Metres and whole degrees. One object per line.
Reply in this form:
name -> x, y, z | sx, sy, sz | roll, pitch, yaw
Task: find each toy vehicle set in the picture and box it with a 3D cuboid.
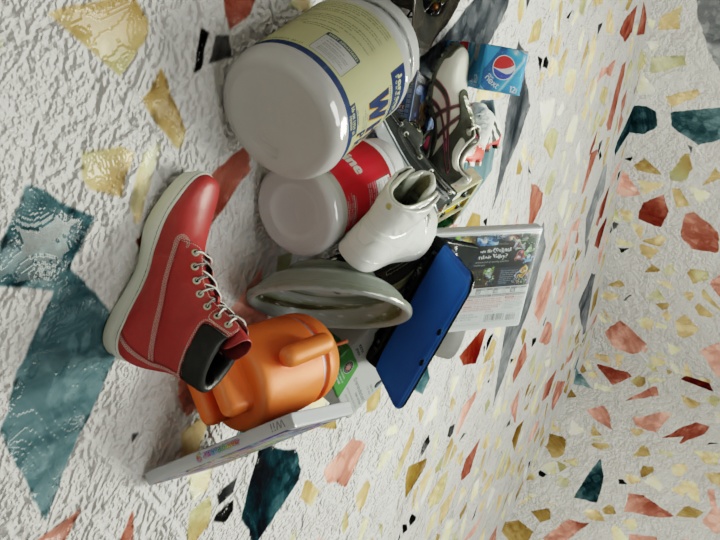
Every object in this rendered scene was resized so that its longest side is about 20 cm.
toy vehicle set -> 0.082, -0.071, 1.201 | 0.200, 0.027, 0.124 | -30, 163, -28

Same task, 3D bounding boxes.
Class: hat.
hat -> 0.078, -0.398, 1.060 | 0.201, 0.081, 0.201 | -54, 158, -34

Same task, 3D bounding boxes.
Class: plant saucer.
plant saucer -> -0.036, 0.025, 0.969 | 0.200, 0.199, 0.051 | 39, 53, -64

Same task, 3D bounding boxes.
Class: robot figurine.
robot figurine -> -0.106, 0.115, 0.944 | 0.200, 0.116, 0.144 | -16, 132, -48

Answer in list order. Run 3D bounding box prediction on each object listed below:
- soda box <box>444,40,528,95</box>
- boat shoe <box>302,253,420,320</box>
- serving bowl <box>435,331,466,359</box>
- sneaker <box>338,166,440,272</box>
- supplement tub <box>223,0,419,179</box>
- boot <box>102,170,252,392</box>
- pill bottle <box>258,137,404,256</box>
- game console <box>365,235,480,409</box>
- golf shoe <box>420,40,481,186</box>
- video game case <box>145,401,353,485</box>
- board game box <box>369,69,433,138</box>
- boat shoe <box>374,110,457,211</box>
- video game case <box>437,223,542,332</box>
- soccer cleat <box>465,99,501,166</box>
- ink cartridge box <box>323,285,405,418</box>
soda box -> 0.181, -0.308, 1.217 | 0.200, 0.067, 0.065 | -122, -140, -70
boat shoe -> -0.001, 0.000, 1.079 | 0.200, 0.072, 0.066 | -26, 140, -15
serving bowl -> 0.135, 0.052, 1.417 | 0.200, 0.065, 0.201 | -172, -90, -79
sneaker -> 0.065, -0.070, 0.958 | 0.116, 0.074, 0.200 | -50, 169, 31
supplement tub -> -0.035, -0.204, 0.866 | 0.200, 0.144, 0.146 | -48, 146, -41
boot -> -0.146, 0.009, 0.774 | 0.072, 0.144, 0.201 | 35, 72, -62
pill bottle -> -0.026, -0.100, 0.991 | 0.200, 0.112, 0.113 | -35, 136, -54
game console -> 0.105, 0.069, 1.071 | 0.170, 0.118, 0.201 | 6, 118, -53
golf shoe -> 0.135, -0.217, 1.140 | 0.077, 0.088, 0.201 | -10, 114, -61
video game case -> -0.123, 0.195, 0.916 | 0.143, 0.199, 0.018 | 8, 59, -65
board game box -> 0.069, -0.180, 1.200 | 0.200, 0.061, 0.201 | 6, 101, -65
boat shoe -> 0.063, -0.169, 1.091 | 0.200, 0.056, 0.069 | 58, 7, -16
video game case -> 0.179, 0.014, 1.274 | 0.199, 0.023, 0.183 | -4, 120, -20
soccer cleat -> 0.172, -0.215, 1.254 | 0.200, 0.068, 0.086 | -37, 127, -56
ink cartridge box -> 0.011, 0.091, 1.164 | 0.200, 0.083, 0.147 | -43, 145, -18
